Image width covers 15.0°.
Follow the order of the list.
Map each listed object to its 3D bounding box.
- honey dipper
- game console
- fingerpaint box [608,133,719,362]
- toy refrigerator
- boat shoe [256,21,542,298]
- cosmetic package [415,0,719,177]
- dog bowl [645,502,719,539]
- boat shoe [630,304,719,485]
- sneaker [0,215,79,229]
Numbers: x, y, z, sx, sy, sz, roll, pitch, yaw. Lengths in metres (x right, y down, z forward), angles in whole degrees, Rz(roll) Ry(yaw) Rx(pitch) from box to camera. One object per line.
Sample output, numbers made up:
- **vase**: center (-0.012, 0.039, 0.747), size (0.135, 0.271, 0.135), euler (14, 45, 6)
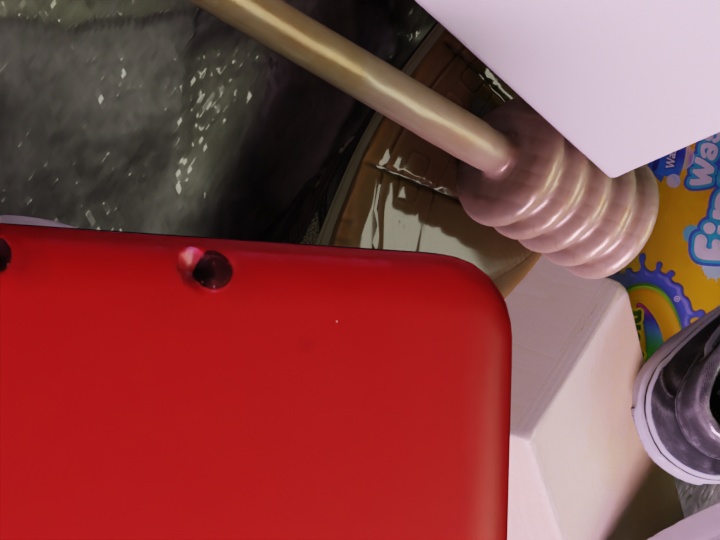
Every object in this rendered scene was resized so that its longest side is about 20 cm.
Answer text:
- **honey dipper**: center (0.001, -0.051, 0.701), size (0.200, 0.038, 0.038), euler (28, 84, -38)
- **game console**: center (-0.075, 0.087, 0.619), size (0.173, 0.199, 0.119), euler (118, -30, -49)
- **fingerpaint box**: center (0.176, -0.028, 0.956), size (0.073, 0.166, 0.201), euler (-62, 166, -73)
- **toy refrigerator**: center (0.058, 0.067, 0.921), size (0.070, 0.076, 0.200), euler (-56, 151, -23)
- **boat shoe**: center (0.000, 0.000, 0.774), size (0.073, 0.065, 0.200), euler (38, 74, -33)
- **cosmetic package**: center (0.043, -0.117, 0.663), size (0.200, 0.085, 0.108), euler (33, 40, -53)
- **dog bowl**: center (0.157, 0.144, 0.930), size (0.199, 0.059, 0.200), euler (-11, 144, -8)
- **boat shoe**: center (0.175, 0.001, 0.854), size (0.200, 0.072, 0.071), euler (-40, -174, -12)
- **sneaker**: center (-0.073, 0.079, 0.658), size (0.082, 0.077, 0.201), euler (-68, 162, -48)
